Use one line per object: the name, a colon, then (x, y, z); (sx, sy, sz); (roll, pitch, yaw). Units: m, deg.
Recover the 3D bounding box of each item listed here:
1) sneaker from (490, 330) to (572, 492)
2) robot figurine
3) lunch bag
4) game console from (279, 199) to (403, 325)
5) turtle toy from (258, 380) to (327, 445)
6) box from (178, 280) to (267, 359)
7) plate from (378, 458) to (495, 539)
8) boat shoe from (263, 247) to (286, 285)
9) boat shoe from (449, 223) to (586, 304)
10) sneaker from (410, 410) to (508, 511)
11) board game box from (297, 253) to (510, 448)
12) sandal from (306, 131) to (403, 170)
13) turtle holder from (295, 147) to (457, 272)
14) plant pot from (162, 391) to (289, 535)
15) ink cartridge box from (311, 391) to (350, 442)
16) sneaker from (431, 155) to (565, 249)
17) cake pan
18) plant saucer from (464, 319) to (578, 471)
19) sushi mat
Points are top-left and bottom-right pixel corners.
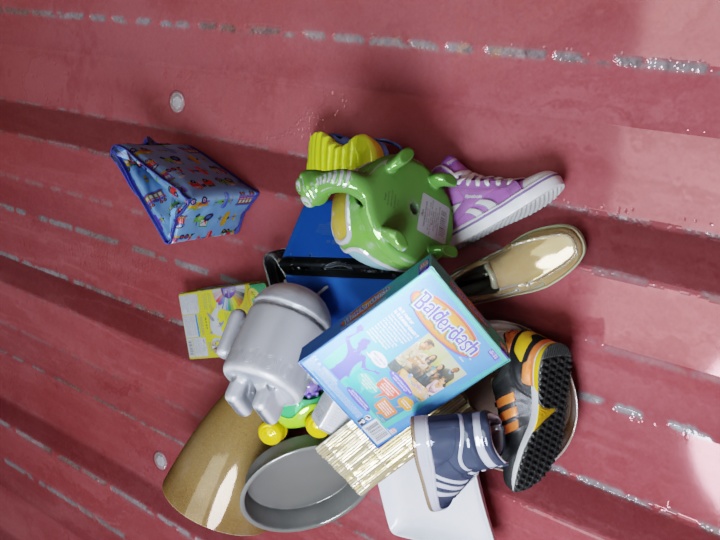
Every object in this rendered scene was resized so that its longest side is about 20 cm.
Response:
sneaker: (0.197, 0.168, 0.984); (0.090, 0.070, 0.200); (28, 116, 50)
robot figurine: (-0.108, 0.100, 1.070); (0.169, 0.113, 0.200); (14, 63, 15)
lunch bag: (-0.287, -0.147, 1.267); (0.200, 0.150, 0.094); (47, 122, 21)
game console: (0.000, 0.000, 1.131); (0.200, 0.118, 0.171); (3, 58, 29)
turtle toy: (-0.061, 0.167, 1.149); (0.200, 0.146, 0.101); (-14, 101, 21)
box: (-0.209, 0.081, 1.315); (0.200, 0.048, 0.118); (-7, 93, 40)
plate: (0.097, 0.284, 1.110); (0.199, 0.032, 0.200); (-6, 100, 47)
boat shoe: (-0.097, 0.063, 1.214); (0.074, 0.068, 0.200); (-14, 90, 37)
boat shoe: (0.181, 0.003, 0.992); (0.200, 0.076, 0.072); (-30, 80, 36)
sneaker: (0.126, 0.235, 0.980); (0.108, 0.200, 0.070); (-9, 50, 6)
board game box: (0.051, 0.098, 0.951); (0.200, 0.045, 0.152); (-36, 105, 16)
sandal: (-0.007, -0.149, 1.105); (0.200, 0.087, 0.080); (21, 109, 55)
turtle holder: (0.020, -0.063, 0.967); (0.132, 0.185, 0.141); (-13, 90, 48)
plant pot: (-0.188, 0.279, 1.267); (0.186, 0.186, 0.200); (28, 100, 30)
ink cartridge box: (0.031, 0.136, 1.065); (0.200, 0.109, 0.050); (-62, 19, 1)
sneaker: (0.149, -0.104, 1.003); (0.200, 0.073, 0.114); (-25, 80, 37)
cake pan: (-0.081, 0.311, 1.183); (0.200, 0.200, 0.037); (-59, 33, 28)
plant saucer: (0.191, 0.160, 1.039); (0.200, 0.034, 0.201); (8, 103, 37)
sushi mat: (0.044, 0.202, 1.021); (0.200, 0.012, 0.096); (-41, 102, 16)
